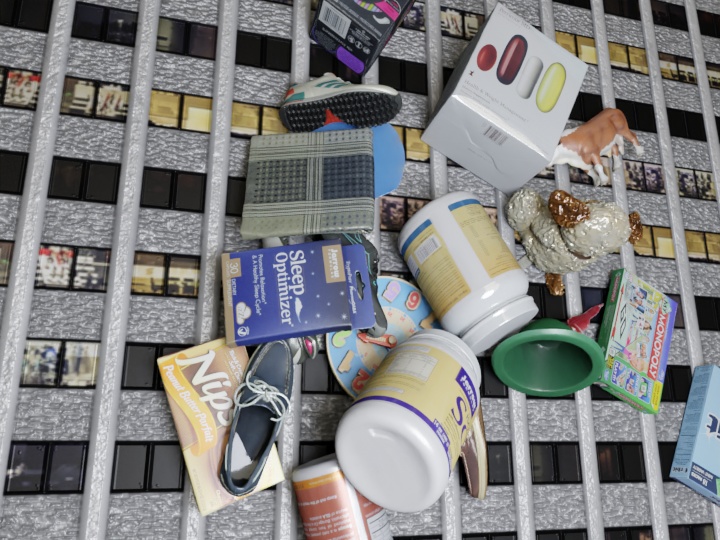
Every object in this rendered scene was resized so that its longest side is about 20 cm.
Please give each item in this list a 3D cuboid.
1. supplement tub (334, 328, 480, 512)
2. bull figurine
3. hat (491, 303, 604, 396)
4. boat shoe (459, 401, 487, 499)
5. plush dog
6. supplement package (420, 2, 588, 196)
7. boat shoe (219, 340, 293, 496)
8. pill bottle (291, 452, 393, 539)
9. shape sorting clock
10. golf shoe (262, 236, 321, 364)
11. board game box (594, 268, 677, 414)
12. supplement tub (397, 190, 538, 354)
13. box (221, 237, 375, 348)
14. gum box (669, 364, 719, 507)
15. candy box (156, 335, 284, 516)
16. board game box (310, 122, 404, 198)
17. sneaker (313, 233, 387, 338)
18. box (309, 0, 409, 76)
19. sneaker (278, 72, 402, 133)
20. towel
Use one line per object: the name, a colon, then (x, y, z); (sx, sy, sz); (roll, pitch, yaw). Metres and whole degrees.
supplement tub: (0.069, 0.178, 0.749); (0.146, 0.145, 0.200); (46, 37, 0)
bull figurine: (0.420, -0.221, 1.072); (0.198, 0.065, 0.123); (-33, 90, -19)
hat: (0.293, 0.082, 0.940); (0.201, 0.162, 0.180); (53, 35, -39)
boat shoe: (0.146, 0.231, 0.872); (0.070, 0.072, 0.207); (-8, 92, 12)
plush dog: (0.346, -0.057, 0.947); (0.194, 0.172, 0.166); (8, 73, -15)
supplement package: (0.237, -0.279, 0.989); (0.188, 0.147, 0.204); (29, 70, -6)
boat shoe: (-0.128, 0.176, 0.747); (0.073, 0.062, 0.205); (23, 66, -7)
pill bottle: (-0.015, 0.344, 0.766); (0.109, 0.112, 0.206); (-12, 79, -18)
shape sorting clock: (0.043, 0.107, 0.886); (0.194, 0.039, 0.207); (4, 75, -15)
golf shoe: (-0.119, 0.034, 0.841); (0.086, 0.077, 0.206); (-14, 79, -10)
board game box: (0.463, 0.118, 1.002); (0.132, 0.029, 0.205); (27, 69, -16)
supplement tub: (0.155, 0.004, 0.871); (0.141, 0.146, 0.203); (-21, 68, -20)
box: (-0.082, 0.026, 0.784); (0.193, 0.033, 0.125); (-7, 70, -5)
gum box: (0.625, 0.292, 1.004); (0.167, 0.045, 0.204); (30, 70, -7)
candy box: (-0.185, 0.198, 0.784); (0.113, 0.055, 0.205); (-16, 80, -22)
board game box: (-0.025, -0.155, 0.925); (0.195, 0.039, 0.161); (-24, 66, -3)
sneaker: (0.000, 0.000, 0.863); (0.077, 0.076, 0.203); (-16, 64, -22)
box: (0.019, -0.454, 0.994); (0.121, 0.106, 0.203); (33, 68, -5)
sneaker: (-0.030, -0.274, 0.919); (0.194, 0.071, 0.096); (-3, 56, 18)
towel: (-0.075, -0.126, 0.867); (0.193, 0.035, 0.197); (-2, 58, 3)
